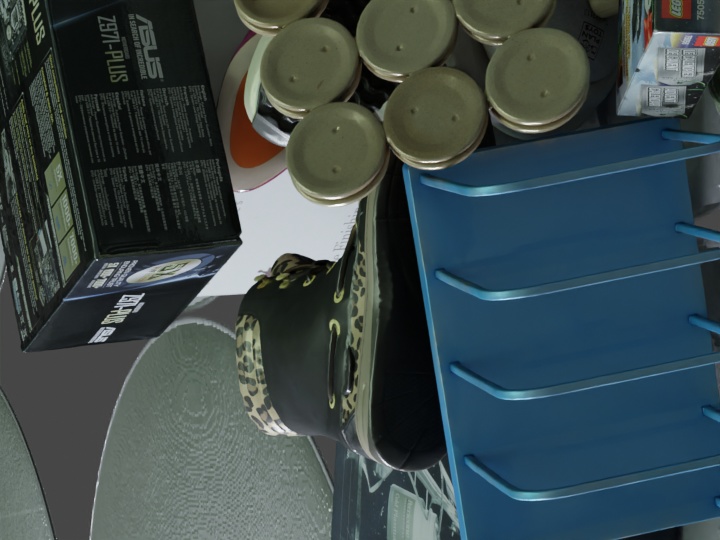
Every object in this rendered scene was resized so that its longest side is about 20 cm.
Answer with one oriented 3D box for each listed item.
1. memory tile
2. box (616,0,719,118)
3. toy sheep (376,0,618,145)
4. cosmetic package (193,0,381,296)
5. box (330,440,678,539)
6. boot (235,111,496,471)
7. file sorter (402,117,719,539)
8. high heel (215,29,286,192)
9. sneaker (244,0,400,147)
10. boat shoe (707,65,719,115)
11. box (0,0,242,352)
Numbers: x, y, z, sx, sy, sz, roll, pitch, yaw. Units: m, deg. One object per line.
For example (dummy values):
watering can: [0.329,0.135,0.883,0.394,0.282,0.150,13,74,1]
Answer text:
memory tile: [0.016,-0.133,1.251,0.017,0.152,0.201,55,-164,-61]
box: [0.145,-0.184,1.204,0.137,0.040,0.201,94,178,-79]
toy sheep: [0.073,-0.124,1.378,0.200,0.137,0.139,-24,71,49]
cosmetic package: [-0.041,-0.099,1.563,0.165,0.199,0.166,114,145,-50]
box: [0.077,0.103,1.416,0.196,0.123,0.201,-145,54,-60]
boot: [0.000,0.000,1.350,0.150,0.073,0.201,-2,83,60]
file sorter: [0.113,0.040,1.228,0.123,0.138,0.201,-152,52,-77]
high heel: [-0.027,-0.134,1.447,0.201,0.067,0.096,-60,7,-1]
sneaker: [-0.004,-0.147,1.336,0.201,0.070,0.093,-62,21,-13]
boat shoe: [0.194,-0.125,1.159,0.200,0.062,0.072,123,138,-56]
box: [-0.146,-0.076,1.445,0.164,0.086,0.201,135,125,-61]
